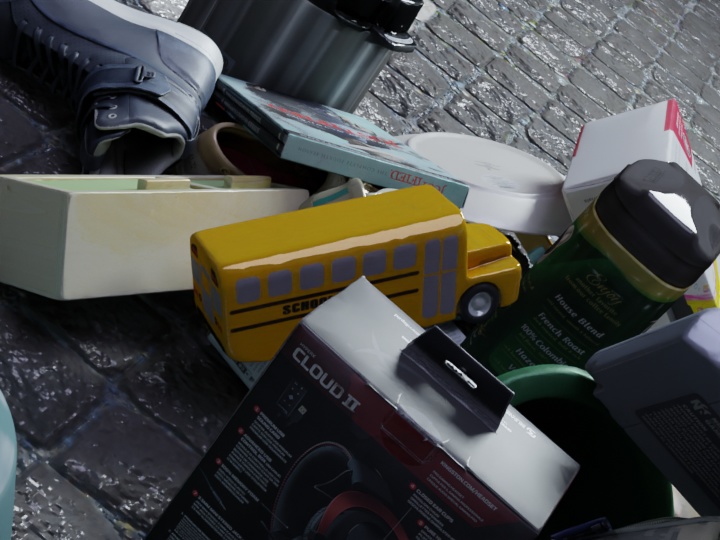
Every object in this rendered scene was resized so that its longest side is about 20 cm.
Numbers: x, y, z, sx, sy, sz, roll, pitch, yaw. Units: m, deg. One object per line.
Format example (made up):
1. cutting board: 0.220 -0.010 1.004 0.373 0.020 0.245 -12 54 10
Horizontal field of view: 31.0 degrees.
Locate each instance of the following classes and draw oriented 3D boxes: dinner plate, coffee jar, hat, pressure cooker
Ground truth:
1. dinner plate: 0.099 -0.078 1.055 0.199 0.024 0.200 12 24 -5
2. coffee jar: 0.155 0.017 0.877 0.085 0.200 0.104 43 30 6
3. hat: 0.080 0.135 0.812 0.165 0.201 0.176 13 -9 -19
4. pressure cooker: -0.044 -0.224 1.089 0.175 0.200 0.179 26 30 -16

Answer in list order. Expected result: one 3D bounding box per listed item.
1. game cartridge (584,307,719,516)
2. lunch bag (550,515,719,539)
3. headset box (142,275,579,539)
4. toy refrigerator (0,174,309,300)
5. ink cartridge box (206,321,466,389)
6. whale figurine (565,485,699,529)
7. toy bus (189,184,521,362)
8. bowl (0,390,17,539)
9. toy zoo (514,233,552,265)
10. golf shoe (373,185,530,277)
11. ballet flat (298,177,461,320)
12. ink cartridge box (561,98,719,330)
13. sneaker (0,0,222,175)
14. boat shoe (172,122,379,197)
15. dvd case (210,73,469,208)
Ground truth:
1. game cartridge: 0.218 0.108 0.688 0.200 0.133 0.042 48 62 -2
2. lunch bag: 0.181 0.222 0.664 0.200 0.167 0.140 61 38 -32
3. headset box: 0.001 0.114 0.655 0.149 0.200 0.075 40 30 8
4. toy refrigerator: -0.128 -0.028 0.823 0.076 0.070 0.200 13 11 40
5. ink cartridge box: 0.023 0.086 0.881 0.200 0.043 0.196 50 32 16
6. whale figurine: 0.172 0.156 0.871 0.200 0.103 0.159 -97 160 -54
7. toy bus: 0.000 0.000 0.801 0.199 0.079 0.065 -13 30 -21
8. bowl: -0.229 0.083 0.554 0.200 0.105 0.201 26 32 -18
9. toy zoo: 0.178 0.030 1.053 0.200 0.020 0.131 46 13 -50
10. golf shoe: 0.069 -0.016 1.054 0.094 0.078 0.200 4 34 -27
11. ballet flat: 0.039 -0.017 0.904 0.200 0.069 0.070 23 29 -50
12. ink cartridge box: 0.232 -0.012 1.009 0.201 0.085 0.148 65 23 -19
13. sneaker: -0.206 -0.132 0.914 0.201 0.077 0.147 15 46 -7
14. boat shoe: -0.038 -0.055 0.970 0.199 0.069 0.074 17 59 -23
15. dvd case: -0.023 -0.099 0.958 0.146 0.022 0.200 14 15 -26
